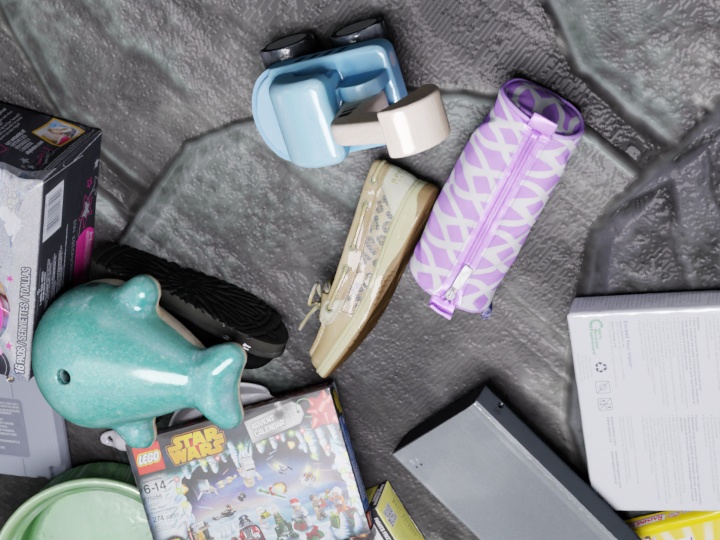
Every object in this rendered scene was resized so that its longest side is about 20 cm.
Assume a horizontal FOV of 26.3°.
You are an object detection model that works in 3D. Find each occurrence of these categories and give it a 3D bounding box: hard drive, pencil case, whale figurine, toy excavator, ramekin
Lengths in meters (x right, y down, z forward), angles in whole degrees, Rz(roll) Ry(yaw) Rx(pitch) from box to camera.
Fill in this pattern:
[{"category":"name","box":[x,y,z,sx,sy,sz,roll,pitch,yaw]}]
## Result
[{"category":"hard drive","box":[0.139,0.201,1.373,0.200,0.033,0.139,44,140,-6]},{"category":"pencil case","box":[0.107,-0.057,1.254,0.083,0.086,0.201,28,119,5]},{"category":"whale figurine","box":[-0.194,0.084,1.317,0.199,0.104,0.161,15,110,25]},{"category":"toy excavator","box":[-0.008,-0.121,1.193,0.193,0.200,0.101,-10,112,22]},{"category":"ramekin","box":[-0.251,0.284,1.495,0.198,0.098,0.202,0,100,0]}]

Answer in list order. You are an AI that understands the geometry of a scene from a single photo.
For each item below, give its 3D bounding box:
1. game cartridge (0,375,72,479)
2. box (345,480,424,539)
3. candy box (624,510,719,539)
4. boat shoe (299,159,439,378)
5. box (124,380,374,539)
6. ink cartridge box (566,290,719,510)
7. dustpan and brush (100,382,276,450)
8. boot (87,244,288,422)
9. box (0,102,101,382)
[{"category":"game cartridge","box":[-0.387,0.136,1.538,0.198,0.041,0.134,5,119,16]},{"category":"box","box":[-0.041,0.274,1.480,0.199,0.050,0.076,-24,105,27]},{"category":"candy box","box":[0.317,0.302,1.390,0.102,0.026,0.201,-19,108,22]},{"category":"boat shoe","box":[0.000,0.000,1.329,0.062,0.073,0.201,31,110,9]},{"category":"box","box":[-0.100,0.194,1.402,0.198,0.040,0.138,-16,94,8]},{"category":"ink cartridge box","box":[0.284,0.112,1.300,0.198,0.041,0.201,-1,116,19]},{"category":"dustpan and brush","box":[-0.163,0.170,1.477,0.198,0.057,0.141,-2,108,12]},{"category":"boot","box":[-0.173,0.082,1.413,0.210,0.079,0.159,23,113,19]},{"category":"box","box":[-0.315,-0.027,1.379,0.114,0.132,0.202,15,118,9]}]
